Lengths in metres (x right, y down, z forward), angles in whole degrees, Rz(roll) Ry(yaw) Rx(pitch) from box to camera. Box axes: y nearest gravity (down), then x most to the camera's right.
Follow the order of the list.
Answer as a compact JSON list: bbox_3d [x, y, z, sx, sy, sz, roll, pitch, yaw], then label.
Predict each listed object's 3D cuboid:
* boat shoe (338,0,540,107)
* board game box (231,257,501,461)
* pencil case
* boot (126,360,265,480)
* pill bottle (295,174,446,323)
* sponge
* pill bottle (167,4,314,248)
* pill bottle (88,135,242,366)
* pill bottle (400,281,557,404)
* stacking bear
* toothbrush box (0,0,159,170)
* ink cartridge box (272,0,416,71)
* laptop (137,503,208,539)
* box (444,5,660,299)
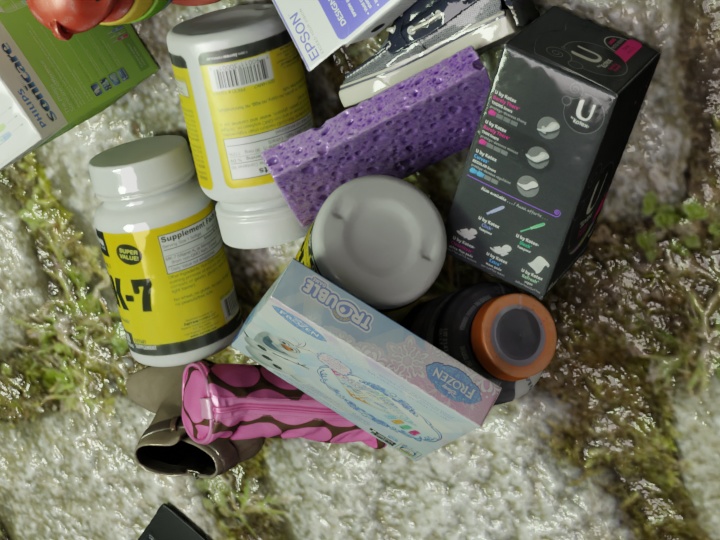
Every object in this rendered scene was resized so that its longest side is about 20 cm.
[{"bbox_3d":[0.054,-0.216,1.488,0.199,0.075,0.093,-23,91,29],"label":"boat shoe"},{"bbox_3d":[-0.001,0.080,1.465,0.200,0.043,0.199,32,162,-4],"label":"board game box"},{"bbox_3d":[-0.066,0.127,1.637,0.199,0.094,0.091,1,105,-18],"label":"pencil case"},{"bbox_3d":[-0.182,0.151,1.729,0.199,0.146,0.071,0,115,28],"label":"boot"},{"bbox_3d":[0.000,0.000,1.505,0.114,0.114,0.200,43,161,3],"label":"pill bottle"},{"bbox_3d":[0.021,-0.111,1.475,0.199,0.112,0.030,-27,64,2],"label":"sponge"},{"bbox_3d":[-0.099,-0.129,1.565,0.114,0.114,0.201,0,113,27],"label":"pill bottle"},{"bbox_3d":[-0.189,-0.020,1.664,0.114,0.114,0.201,-3,111,28],"label":"pill bottle"},{"bbox_3d":[0.096,0.069,1.519,0.106,0.106,0.200,55,157,-5],"label":"pill bottle"},{"bbox_3d":[-0.217,-0.264,1.518,0.113,0.200,0.122,-4,111,29],"label":"stacking bear"},{"bbox_3d":[-0.301,-0.196,1.595,0.086,0.200,0.146,-29,98,34],"label":"toothbrush box"},{"bbox_3d":[-0.011,-0.303,1.457,0.200,0.043,0.199,-34,76,34],"label":"ink cartridge box"},{"bbox_3d":[-0.213,0.390,1.885,0.177,0.103,0.200,40,125,5],"label":"laptop"},{"bbox_3d":[0.157,-0.099,1.449,0.106,0.122,0.201,26,123,15],"label":"box"}]
